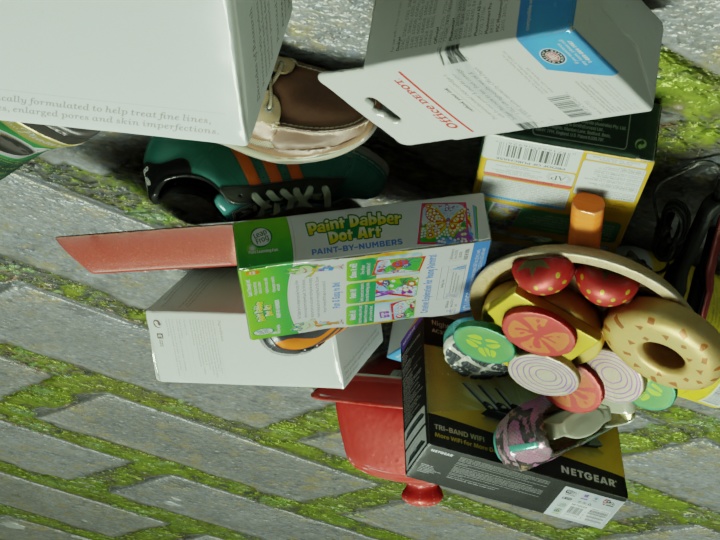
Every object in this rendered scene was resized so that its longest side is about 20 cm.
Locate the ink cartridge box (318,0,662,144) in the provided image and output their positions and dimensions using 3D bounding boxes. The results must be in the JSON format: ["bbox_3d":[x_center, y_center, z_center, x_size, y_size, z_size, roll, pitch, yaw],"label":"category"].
[{"bbox_3d":[0.085,-0.146,1.237,0.199,0.068,0.116,-6,154,36],"label":"ink cartridge box"}]

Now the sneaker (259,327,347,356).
[{"bbox_3d":[-0.002,0.011,1.637,0.112,0.078,0.199,-23,-178,45],"label":"sneaker"}]

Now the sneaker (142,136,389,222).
[{"bbox_3d":[-0.078,-0.071,1.511,0.198,0.080,0.071,9,159,4],"label":"sneaker"}]

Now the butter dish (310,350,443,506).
[{"bbox_3d":[0.065,0.169,1.913,0.198,0.149,0.199,4,-171,18],"label":"butter dish"}]

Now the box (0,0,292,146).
[{"bbox_3d":[-0.153,-0.194,1.082,0.197,0.131,0.201,7,140,9],"label":"box"}]

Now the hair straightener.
[{"bbox_3d":[0.251,-0.007,1.480,0.076,0.041,0.201,2,132,-9],"label":"hair straightener"}]

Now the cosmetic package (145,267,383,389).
[{"bbox_3d":[-0.090,0.053,1.778,0.199,0.113,0.082,3,115,24],"label":"cosmetic package"}]

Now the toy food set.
[{"bbox_3d":[0.179,0.051,1.478,0.199,0.049,0.198,28,147,-13],"label":"toy food set"}]

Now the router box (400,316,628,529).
[{"bbox_3d":[0.136,0.134,1.672,0.199,0.158,0.052,17,133,-18],"label":"router box"}]

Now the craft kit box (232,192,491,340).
[{"bbox_3d":[0.000,0.000,1.496,0.196,0.049,0.200,-9,163,-4],"label":"craft kit box"}]

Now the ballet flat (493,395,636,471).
[{"bbox_3d":[0.195,0.122,1.616,0.071,0.070,0.199,-7,-168,41],"label":"ballet flat"}]

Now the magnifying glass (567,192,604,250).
[{"bbox_3d":[0.174,0.006,1.475,0.079,0.022,0.201,13,146,11],"label":"magnifying glass"}]

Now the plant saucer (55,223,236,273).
[{"bbox_3d":[-0.127,-0.023,1.610,0.198,0.037,0.200,-3,-177,31],"label":"plant saucer"}]

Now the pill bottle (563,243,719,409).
[{"bbox_3d":[0.255,0.044,1.612,0.199,0.113,0.112,18,158,-16],"label":"pill bottle"}]

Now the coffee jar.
[{"bbox_3d":[-0.272,-0.131,1.440,0.104,0.086,0.199,28,154,-32],"label":"coffee jar"}]

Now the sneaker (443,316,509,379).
[{"bbox_3d":[0.139,0.049,1.652,0.077,0.080,0.199,-30,163,39],"label":"sneaker"}]

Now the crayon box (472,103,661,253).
[{"bbox_3d":[0.152,-0.075,1.437,0.125,0.052,0.200,10,159,2],"label":"crayon box"}]

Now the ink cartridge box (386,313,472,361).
[{"bbox_3d":[0.141,0.067,1.791,0.199,0.068,0.116,17,158,-18],"label":"ink cartridge box"}]

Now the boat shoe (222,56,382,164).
[{"bbox_3d":[-0.084,-0.129,1.379,0.198,0.076,0.072,4,157,10],"label":"boat shoe"}]
